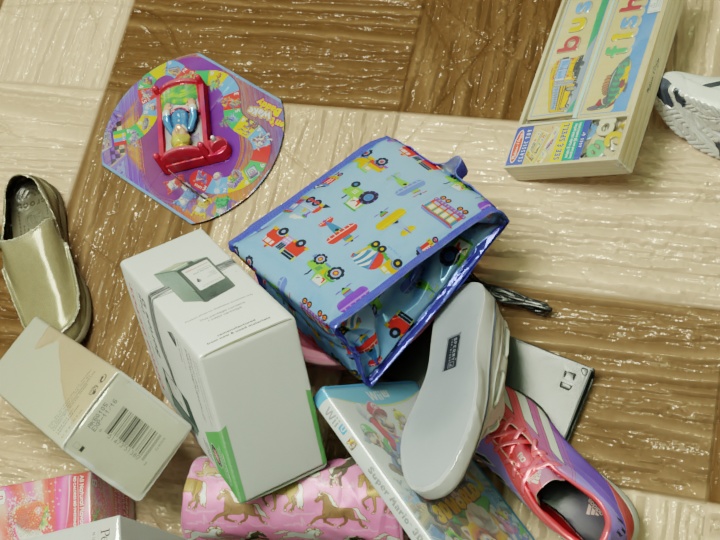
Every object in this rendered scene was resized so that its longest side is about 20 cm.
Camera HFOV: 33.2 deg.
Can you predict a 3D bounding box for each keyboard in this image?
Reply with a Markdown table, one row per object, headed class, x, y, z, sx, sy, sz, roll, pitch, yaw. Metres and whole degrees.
| class | x | y | z | sx | sy | sz | roll | pitch | yaw |
| --- | --- | --- | --- | --- | --- | --- | --- | --- | --- |
| keyboard | 0.110 | 0.066 | 1.066 | 0.198 | 0.021 | 0.128 | 21 | 79 | 21 |

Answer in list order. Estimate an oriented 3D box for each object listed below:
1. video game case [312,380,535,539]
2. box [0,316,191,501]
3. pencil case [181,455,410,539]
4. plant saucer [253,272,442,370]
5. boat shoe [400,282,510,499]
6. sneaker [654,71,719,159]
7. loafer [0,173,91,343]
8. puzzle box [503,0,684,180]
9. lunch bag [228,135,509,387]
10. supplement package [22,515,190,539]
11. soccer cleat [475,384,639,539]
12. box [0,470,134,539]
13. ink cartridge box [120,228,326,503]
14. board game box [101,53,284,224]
| class | x | y | z | sx | sy | sz | roll | pitch | yaw |
| --- | --- | --- | --- | --- | --- | --- | --- | --- | --- |
| video game case | 0.060 | 0.170 | 0.964 | 0.018 | 0.143 | 0.200 | -49 | 63 | 22 |
| box | -0.240 | 0.115 | 1.046 | 0.078 | 0.095 | 0.199 | -54 | 36 | -12 |
| pencil case | -0.049 | 0.195 | 1.010 | 0.198 | 0.087 | 0.084 | -3 | 99 | 13 |
| plant saucer | 0.000 | 0.000 | 1.090 | 0.199 | 0.051 | 0.202 | -12 | 59 | 20 |
| boat shoe | 0.088 | 0.102 | 0.965 | 0.073 | 0.065 | 0.201 | -18 | 40 | 40 |
| sneaker | 0.369 | -0.161 | 1.067 | 0.198 | 0.080 | 0.130 | 22 | 68 | 27 |
| loafer | -0.319 | -0.010 | 1.184 | 0.075 | 0.068 | 0.201 | -24 | 63 | 3 |
| puzzle box | 0.215 | -0.178 | 1.107 | 0.132 | 0.025 | 0.202 | -1 | 63 | 48 |
| lunch bag | 0.016 | -0.030 | 1.022 | 0.200 | 0.094 | 0.150 | -44 | 50 | -12 |
| supplement package | -0.218 | 0.300 | 0.863 | 0.198 | 0.147 | 0.193 | -17 | 65 | 13 |
| soccer cleat | 0.139 | 0.155 | 0.980 | 0.200 | 0.073 | 0.068 | 42 | 101 | 24 |
| box | -0.251 | 0.284 | 1.021 | 0.102 | 0.095 | 0.202 | -11 | 65 | 10 |
| ink cartridge box | -0.116 | 0.074 | 1.003 | 0.083 | 0.147 | 0.200 | -23 | 30 | -19 |
| board game box | -0.176 | -0.147 | 1.221 | 0.199 | 0.039 | 0.159 | 32 | 78 | 24 |
